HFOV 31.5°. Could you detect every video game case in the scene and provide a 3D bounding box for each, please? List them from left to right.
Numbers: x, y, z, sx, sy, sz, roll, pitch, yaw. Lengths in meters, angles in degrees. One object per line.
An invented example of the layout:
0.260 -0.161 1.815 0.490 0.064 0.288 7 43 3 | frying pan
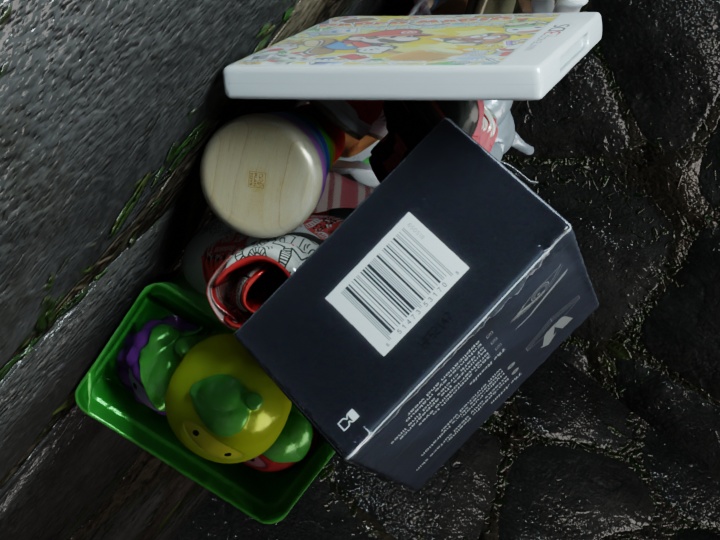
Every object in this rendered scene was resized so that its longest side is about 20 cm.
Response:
0.040 -0.140 0.821 0.182 0.199 0.023 -44 133 -61 | video game case

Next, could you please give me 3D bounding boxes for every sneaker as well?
-0.088 0.000 0.934 0.201 0.067 0.108 -5 -162 41 | sneaker
0.024 -0.158 0.978 0.113 0.071 0.200 -47 166 15 | sneaker
0.063 -0.108 0.928 0.087 0.074 0.200 -29 171 -16 | sneaker

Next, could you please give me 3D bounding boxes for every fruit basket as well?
-0.110 0.106 1.000 0.156 0.215 0.216 -53 175 19 | fruit basket

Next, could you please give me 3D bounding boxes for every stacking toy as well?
-0.052 -0.084 0.946 0.085 0.085 0.200 -54 180 17 | stacking toy

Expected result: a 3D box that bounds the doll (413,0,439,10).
0.085 -0.269 1.030 0.137 0.048 0.200 -51 175 -5 | doll

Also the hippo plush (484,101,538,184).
0.135 -0.188 1.395 0.159 0.199 0.161 -84 -164 -55 | hippo plush

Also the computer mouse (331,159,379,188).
-0.013 -0.084 1.138 0.199 0.044 0.110 -15 176 -19 | computer mouse

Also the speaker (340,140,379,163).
-0.013 -0.076 1.320 0.200 0.088 0.088 -54 175 18 | speaker

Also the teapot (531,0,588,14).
0.154 -0.285 0.870 0.200 0.197 0.146 -37 -160 13 | teapot

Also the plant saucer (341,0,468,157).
0.035 -0.167 1.156 0.200 0.037 0.200 -40 177 -2 | plant saucer

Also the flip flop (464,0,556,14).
0.140 -0.243 1.038 0.081 0.057 0.200 -30 149 -58 | flip flop

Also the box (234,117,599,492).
0.047 0.033 0.866 0.197 0.117 0.200 -45 158 -1 | box

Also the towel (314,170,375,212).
0.000 0.000 1.079 0.030 0.200 0.147 -18 -120 51 | towel
